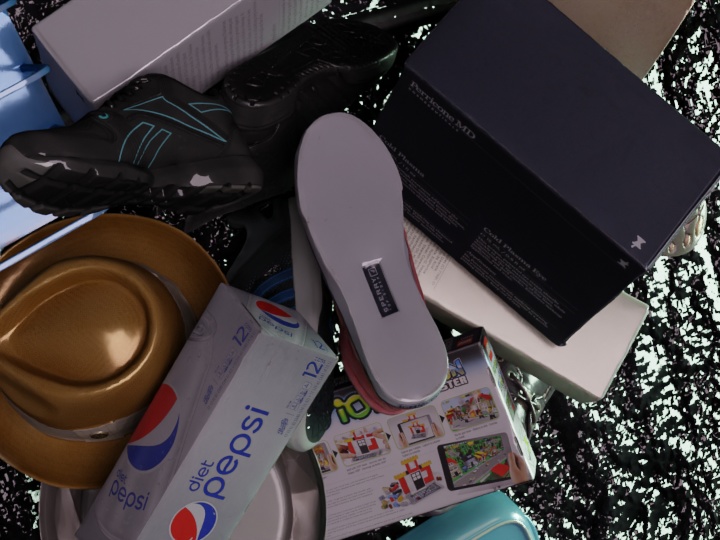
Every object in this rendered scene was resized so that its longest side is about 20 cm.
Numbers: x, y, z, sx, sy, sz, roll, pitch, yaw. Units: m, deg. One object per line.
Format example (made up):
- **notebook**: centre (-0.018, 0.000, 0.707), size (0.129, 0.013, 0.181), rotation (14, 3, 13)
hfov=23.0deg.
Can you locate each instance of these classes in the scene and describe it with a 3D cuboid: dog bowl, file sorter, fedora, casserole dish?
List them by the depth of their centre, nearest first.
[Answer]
- **file sorter**: centre (-0.262, -0.102, 1.135), size (0.138, 0.123, 0.201), rotation (-30, 105, -16)
- **fedora**: centre (-0.181, 0.046, 1.161), size (0.198, 0.082, 0.203), rotation (-2, 77, 8)
- **dog bowl**: centre (-0.119, 0.164, 1.219), size (0.198, 0.059, 0.202), rotation (0, 87, 3)
- **casserole dish**: centre (0.068, 0.249, 1.327), size (0.199, 0.039, 0.122), rotation (-28, 108, -27)

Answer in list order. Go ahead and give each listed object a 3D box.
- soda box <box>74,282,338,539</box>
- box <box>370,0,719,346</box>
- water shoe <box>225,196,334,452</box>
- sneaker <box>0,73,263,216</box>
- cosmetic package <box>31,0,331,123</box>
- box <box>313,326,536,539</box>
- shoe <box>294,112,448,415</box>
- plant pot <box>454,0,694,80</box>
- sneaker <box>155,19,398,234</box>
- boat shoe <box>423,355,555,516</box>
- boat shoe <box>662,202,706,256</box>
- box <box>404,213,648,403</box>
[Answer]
- **soda box**: centre (-0.100, 0.113, 1.126), size (0.068, 0.063, 0.201), rotation (20, 107, -38)
- **box**: centre (0.112, -0.071, 1.171), size (0.200, 0.182, 0.104), rotation (40, 70, 2)
- **water shoe**: centre (-0.060, 0.040, 1.213), size (0.078, 0.201, 0.072), rotation (-6, 141, 7)
- **sneaker**: centre (-0.147, -0.078, 1.098), size (0.199, 0.075, 0.080), rotation (-1, 75, -51)
- **cosmetic package**: centre (-0.115, -0.172, 1.185), size (0.199, 0.102, 0.071), rotation (-37, 77, -14)
- **box**: centre (0.014, 0.124, 1.261), size (0.198, 0.035, 0.111), rotation (-19, 104, 14)
- **shoe**: centre (0.000, 0.000, 1.184), size (0.071, 0.091, 0.202), rotation (-17, 82, -13)
- **plant pot**: centre (0.127, -0.228, 1.207), size (0.199, 0.187, 0.188), rotation (33, 84, -2)
- **sneaker**: centre (-0.056, -0.103, 1.244), size (0.199, 0.060, 0.105), rotation (-30, 147, -43)
- **boat shoe**: centre (0.103, 0.108, 1.328), size (0.200, 0.065, 0.072), rotation (-47, 110, -9)
- **boat shoe**: centre (0.161, -0.054, 1.330), size (0.198, 0.072, 0.076), rotation (14, 99, -22)
- **box**: centre (0.101, 0.013, 1.281), size (0.199, 0.068, 0.083), rotation (32, 81, -2)
